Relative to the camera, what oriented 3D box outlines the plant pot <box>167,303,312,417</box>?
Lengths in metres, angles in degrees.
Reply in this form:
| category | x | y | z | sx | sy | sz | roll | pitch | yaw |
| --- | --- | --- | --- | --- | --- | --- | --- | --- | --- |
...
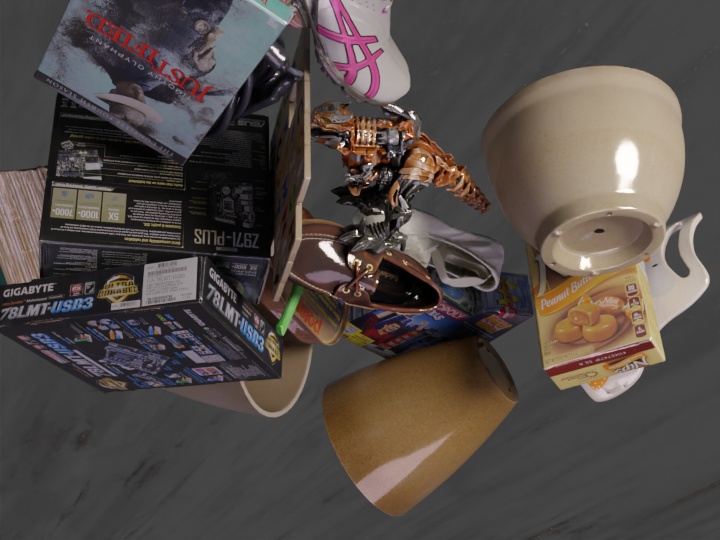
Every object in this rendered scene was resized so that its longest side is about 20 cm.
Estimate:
| category | x | y | z | sx | sy | sz | roll | pitch | yaw |
| --- | --- | --- | --- | --- | --- | --- | --- | --- | --- |
| plant pot | -0.182 | 0.066 | 1.153 | 0.198 | 0.189 | 0.187 | -1 | 152 | 23 |

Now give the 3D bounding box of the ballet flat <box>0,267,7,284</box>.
| category | x | y | z | sx | sy | sz | roll | pitch | yaw |
| --- | --- | --- | --- | --- | --- | --- | --- | --- | --- |
| ballet flat | -0.404 | 0.028 | 1.169 | 0.199 | 0.071 | 0.071 | -25 | 143 | 28 |

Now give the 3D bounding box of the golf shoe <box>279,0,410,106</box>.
| category | x | y | z | sx | sy | sz | roll | pitch | yaw |
| --- | --- | --- | --- | --- | --- | --- | --- | --- | --- |
| golf shoe | -0.002 | -0.204 | 0.819 | 0.092 | 0.073 | 0.200 | -21 | 145 | 23 |

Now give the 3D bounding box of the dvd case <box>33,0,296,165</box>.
| category | x | y | z | sx | sy | sz | roll | pitch | yaw |
| --- | --- | --- | --- | --- | --- | --- | --- | --- | --- |
| dvd case | -0.158 | -0.174 | 0.792 | 0.145 | 0.022 | 0.200 | 31 | 141 | -17 |

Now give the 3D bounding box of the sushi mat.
| category | x | y | z | sx | sy | sz | roll | pitch | yaw |
| --- | --- | --- | --- | --- | --- | --- | --- | --- | --- |
| sushi mat | -0.334 | -0.020 | 1.066 | 0.095 | 0.012 | 0.201 | -6 | 125 | 1 |

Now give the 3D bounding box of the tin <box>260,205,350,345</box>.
| category | x | y | z | sx | sy | sz | roll | pitch | yaw |
| --- | --- | --- | --- | --- | --- | --- | --- | --- | --- |
| tin | -0.064 | 0.009 | 1.121 | 0.042 | 0.113 | 0.200 | -4 | 150 | 21 |

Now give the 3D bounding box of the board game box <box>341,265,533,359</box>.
| category | x | y | z | sx | sy | sz | roll | pitch | yaw |
| --- | --- | --- | --- | --- | --- | --- | --- | --- | --- |
| board game box | 0.099 | 0.048 | 1.256 | 0.199 | 0.062 | 0.199 | -27 | 142 | 31 |

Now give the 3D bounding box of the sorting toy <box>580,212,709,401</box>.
| category | x | y | z | sx | sy | sz | roll | pitch | yaw |
| --- | --- | --- | --- | --- | --- | --- | --- | --- | --- |
| sorting toy | 0.308 | 0.013 | 1.141 | 0.107 | 0.201 | 0.180 | 41 | 127 | -21 |

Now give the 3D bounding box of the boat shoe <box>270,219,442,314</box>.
| category | x | y | z | sx | sy | sz | roll | pitch | yaw |
| --- | --- | --- | --- | --- | --- | --- | --- | --- | --- |
| boat shoe | 0.000 | 0.000 | 1.028 | 0.199 | 0.070 | 0.071 | 12 | 107 | -37 |

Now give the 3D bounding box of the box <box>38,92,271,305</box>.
| category | x | y | z | sx | sy | sz | roll | pitch | yaw |
| --- | --- | --- | --- | --- | --- | --- | --- | --- | --- |
| box | -0.185 | -0.064 | 0.938 | 0.198 | 0.165 | 0.086 | 4 | 148 | -14 |

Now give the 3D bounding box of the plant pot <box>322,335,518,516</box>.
| category | x | y | z | sx | sy | sz | roll | pitch | yaw |
| --- | --- | --- | --- | --- | --- | --- | --- | --- | --- |
| plant pot | 0.086 | 0.171 | 1.249 | 0.199 | 0.187 | 0.186 | -33 | 141 | 19 |

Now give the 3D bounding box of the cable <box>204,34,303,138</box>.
| category | x | y | z | sx | sy | sz | roll | pitch | yaw |
| --- | --- | --- | --- | --- | --- | --- | --- | --- | --- |
| cable | -0.155 | -0.178 | 0.834 | 0.199 | 0.051 | 0.163 | -12 | 139 | 36 |

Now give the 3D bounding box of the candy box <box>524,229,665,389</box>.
| category | x | y | z | sx | sy | sz | roll | pitch | yaw |
| --- | --- | --- | --- | --- | --- | --- | --- | --- | --- |
| candy box | 0.243 | 0.015 | 1.082 | 0.115 | 0.201 | 0.055 | -19 | 142 | 23 |

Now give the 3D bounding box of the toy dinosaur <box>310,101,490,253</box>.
| category | x | y | z | sx | sy | sz | roll | pitch | yaw |
| --- | --- | --- | --- | --- | --- | --- | --- | --- | --- |
| toy dinosaur | 0.034 | -0.091 | 0.991 | 0.199 | 0.102 | 0.136 | 30 | 120 | -3 |

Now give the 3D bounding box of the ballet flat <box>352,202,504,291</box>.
| category | x | y | z | sx | sy | sz | roll | pitch | yaw |
| --- | --- | --- | --- | --- | --- | --- | --- | --- | --- |
| ballet flat | 0.082 | -0.022 | 1.135 | 0.199 | 0.070 | 0.069 | 16 | 143 | -30 |

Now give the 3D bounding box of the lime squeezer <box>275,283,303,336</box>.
| category | x | y | z | sx | sy | sz | roll | pitch | yaw |
| --- | --- | --- | --- | --- | --- | --- | --- | --- | --- |
| lime squeezer | -0.035 | -0.011 | 1.085 | 0.037 | 0.200 | 0.071 | -8 | 112 | 33 |

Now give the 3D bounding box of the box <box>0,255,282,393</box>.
| category | x | y | z | sx | sy | sz | roll | pitch | yaw |
| --- | --- | --- | --- | --- | --- | --- | --- | --- | --- |
| box | -0.195 | 0.057 | 0.937 | 0.197 | 0.050 | 0.200 | -6 | 154 | 15 |

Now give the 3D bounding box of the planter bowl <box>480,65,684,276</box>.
| category | x | y | z | sx | sy | sz | roll | pitch | yaw |
| --- | --- | --- | --- | --- | --- | --- | --- | --- | --- |
| planter bowl | 0.224 | -0.079 | 0.992 | 0.198 | 0.136 | 0.201 | -3 | 150 | -2 |

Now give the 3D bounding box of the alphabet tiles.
| category | x | y | z | sx | sy | sz | roll | pitch | yaw |
| --- | --- | --- | --- | --- | --- | --- | --- | --- | --- |
| alphabet tiles | -0.063 | -0.084 | 0.884 | 0.007 | 0.201 | 0.168 | 7 | 147 | -13 |
